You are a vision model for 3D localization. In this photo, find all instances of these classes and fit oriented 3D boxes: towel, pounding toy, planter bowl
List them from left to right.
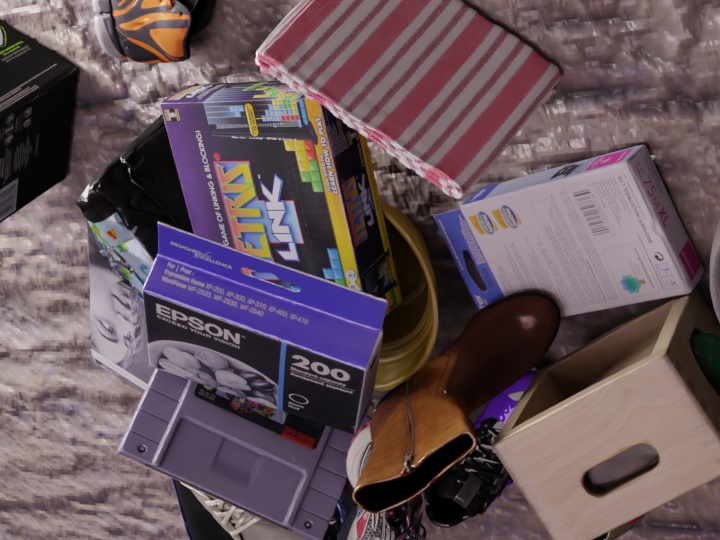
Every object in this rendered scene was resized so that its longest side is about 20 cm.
[{"bbox_3d":[0.000,0.000,1.387,0.200,0.083,0.201,17,123,28],"label":"planter bowl"},{"bbox_3d":[0.037,-0.155,1.215,0.200,0.146,0.030,35,154,12],"label":"towel"},{"bbox_3d":[0.230,0.123,1.198,0.200,0.184,0.142,-32,95,26],"label":"pounding toy"}]

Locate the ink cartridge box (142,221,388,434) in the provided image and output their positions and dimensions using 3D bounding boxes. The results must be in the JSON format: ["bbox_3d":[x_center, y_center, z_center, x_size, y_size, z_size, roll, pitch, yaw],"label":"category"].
[{"bbox_3d":[-0.082,0.054,1.314,0.198,0.043,0.200,19,151,6],"label":"ink cartridge box"}]

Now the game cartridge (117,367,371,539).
[{"bbox_3d":[-0.101,0.146,1.424,0.200,0.130,0.038,25,166,-7],"label":"game cartridge"}]

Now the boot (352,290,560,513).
[{"bbox_3d":[0.078,0.096,1.232,0.188,0.200,0.069,-29,96,10],"label":"boot"}]

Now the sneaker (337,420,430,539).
[{"bbox_3d":[0.032,0.210,1.403,0.075,0.080,0.200,-127,37,-52],"label":"sneaker"}]

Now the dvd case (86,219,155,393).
[{"bbox_3d":[-0.224,0.049,1.631,0.149,0.016,0.200,28,133,27],"label":"dvd case"}]

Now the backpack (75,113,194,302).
[{"bbox_3d":[-0.154,-0.030,1.450,0.200,0.163,0.154,46,145,-9],"label":"backpack"}]

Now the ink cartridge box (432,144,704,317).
[{"bbox_3d":[0.165,-0.023,1.283,0.200,0.042,0.120,-15,111,39],"label":"ink cartridge box"}]

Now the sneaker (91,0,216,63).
[{"bbox_3d":[-0.182,-0.267,1.357,0.112,0.078,0.200,11,136,26],"label":"sneaker"}]

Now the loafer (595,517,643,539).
[{"bbox_3d":[0.214,0.158,1.352,0.075,0.070,0.200,14,127,29],"label":"loafer"}]

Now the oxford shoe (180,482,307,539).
[{"bbox_3d":[-0.111,0.214,1.452,0.075,0.058,0.200,-39,86,25],"label":"oxford shoe"}]

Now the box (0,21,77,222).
[{"bbox_3d":[-0.396,-0.163,1.546,0.200,0.124,0.149,31,134,16],"label":"box"}]

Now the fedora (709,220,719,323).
[{"bbox_3d":[0.350,0.014,1.132,0.200,0.090,0.177,33,133,25],"label":"fedora"}]

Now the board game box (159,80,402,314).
[{"bbox_3d":[-0.065,-0.056,1.309,0.165,0.057,0.200,1,115,33],"label":"board game box"}]

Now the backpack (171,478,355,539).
[{"bbox_3d":[-0.067,0.219,1.550,0.200,0.147,0.183,6,117,33],"label":"backpack"}]

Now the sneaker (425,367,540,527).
[{"bbox_3d":[0.116,0.169,1.410,0.070,0.100,0.200,38,136,6],"label":"sneaker"}]
